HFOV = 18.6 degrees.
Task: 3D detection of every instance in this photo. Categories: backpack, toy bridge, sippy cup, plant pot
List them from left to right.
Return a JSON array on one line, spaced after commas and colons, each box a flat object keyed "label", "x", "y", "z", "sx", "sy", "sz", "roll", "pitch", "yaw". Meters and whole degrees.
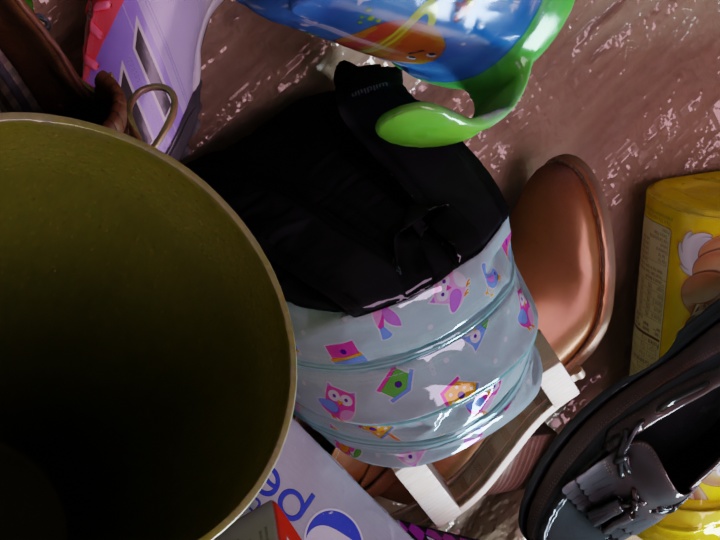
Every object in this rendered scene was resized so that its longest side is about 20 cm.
[{"label": "plant pot", "x": -0.143, "y": 0.069, "z": 0.873, "sx": 0.186, "sy": 0.188, "sz": 0.200, "roll": -15, "pitch": 160, "yaw": -28}, {"label": "backpack", "x": 0.000, "y": 0.000, "z": 1.029, "sx": 0.166, "sy": 0.200, "sz": 0.127, "roll": -37, "pitch": 125, "yaw": -17}, {"label": "sippy cup", "x": 0.010, "y": -0.153, "z": 0.963, "sx": 0.130, "sy": 0.178, "sz": 0.140, "roll": 3, "pitch": 123, "yaw": -43}, {"label": "toy bridge", "x": 0.032, "y": 0.106, "z": 1.132, "sx": 0.199, "sy": 0.027, "sz": 0.067, "roll": -33, "pitch": 137, "yaw": 3}]

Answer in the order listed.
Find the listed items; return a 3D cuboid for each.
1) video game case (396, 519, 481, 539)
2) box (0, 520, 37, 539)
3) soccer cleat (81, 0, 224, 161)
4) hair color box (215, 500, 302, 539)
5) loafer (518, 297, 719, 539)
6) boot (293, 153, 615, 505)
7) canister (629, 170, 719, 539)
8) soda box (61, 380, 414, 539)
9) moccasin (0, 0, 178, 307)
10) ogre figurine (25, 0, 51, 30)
[{"label": "video game case", "x": 0.035, "y": 0.230, "z": 1.205, "sx": 0.180, "sy": 0.036, "sz": 0.200, "roll": 20, "pitch": 120, "yaw": -36}, {"label": "box", "x": -0.160, "y": 0.204, "z": 1.065, "sx": 0.151, "sy": 0.106, "sz": 0.202, "roll": 14, "pitch": 101, "yaw": -37}, {"label": "soccer cleat", "x": -0.102, "y": -0.112, "z": 1.000, "sx": 0.073, "sy": 0.068, "sz": 0.201, "roll": 21, "pitch": 92, "yaw": -37}, {"label": "hair color box", "x": -0.103, "y": 0.189, "z": 0.931, "sx": 0.199, "sy": 0.102, "sz": 0.062, "roll": -30, "pitch": 110, "yaw": 5}, {"label": "loafer", "x": 0.166, "y": 0.090, "z": 1.178, "sx": 0.200, "sy": 0.063, "sz": 0.072, "roll": -46, "pitch": 124, "yaw": 11}, {"label": "boot", "x": 0.044, "y": 0.033, "z": 1.159, "sx": 0.154, "sy": 0.077, "sz": 0.201, "roll": 1, "pitch": 118, "yaw": -34}, {"label": "canister", "x": 0.221, "y": 0.047, "z": 1.270, "sx": 0.147, "sy": 0.086, "sz": 0.202, "roll": -9, "pitch": 112, "yaw": -30}, {"label": "soda box", "x": -0.053, "y": 0.108, "z": 1.012, "sx": 0.200, "sy": 0.063, "sz": 0.068, "roll": 46, "pitch": 54, "yaw": -14}, {"label": "moccasin", "x": -0.123, "y": -0.054, "z": 0.911, "sx": 0.202, "sy": 0.077, "sz": 0.074, "roll": 56, "pitch": 39, "yaw": -25}, {"label": "ogre figurine", "x": -0.193, "y": -0.015, "z": 0.966, "sx": 0.119, "sy": 0.098, "sz": 0.201, "roll": -11, "pitch": 132, "yaw": -50}]
